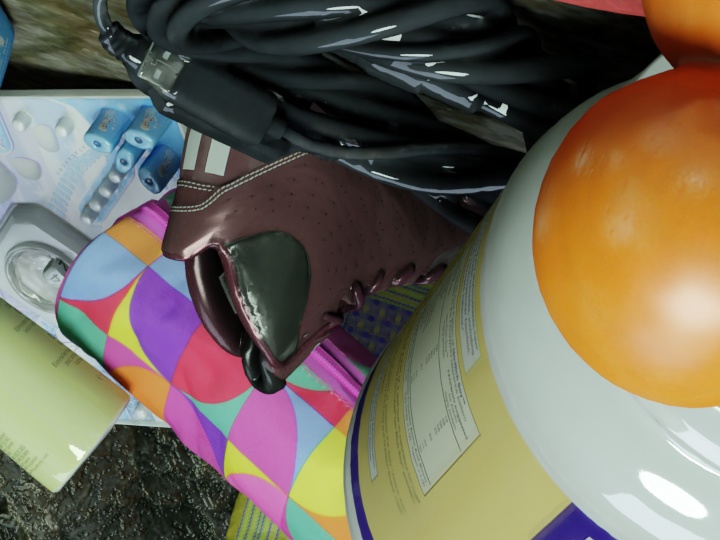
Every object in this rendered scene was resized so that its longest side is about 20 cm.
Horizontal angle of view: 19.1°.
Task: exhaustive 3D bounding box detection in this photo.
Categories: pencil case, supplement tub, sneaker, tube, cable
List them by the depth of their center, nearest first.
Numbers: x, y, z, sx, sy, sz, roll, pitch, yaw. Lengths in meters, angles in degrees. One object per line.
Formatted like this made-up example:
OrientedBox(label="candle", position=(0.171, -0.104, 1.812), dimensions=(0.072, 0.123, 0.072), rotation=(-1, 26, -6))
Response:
OrientedBox(label="supplement tub", position=(0.087, 0.034, 0.601), dimensions=(0.144, 0.146, 0.200), rotation=(19, 150, -8))
OrientedBox(label="cable", position=(0.020, -0.056, 0.684), dimensions=(0.199, 0.051, 0.163), rotation=(26, 164, -32))
OrientedBox(label="sneaker", position=(0.000, 0.000, 0.825), dimensions=(0.199, 0.116, 0.075), rotation=(24, 170, -34))
OrientedBox(label="tube", position=(-0.184, 0.008, 0.862), dimensions=(0.200, 0.052, 0.058), rotation=(39, 131, -3))
OrientedBox(label="pencil case", position=(-0.032, 0.048, 0.868), dimensions=(0.200, 0.089, 0.088), rotation=(36, 179, 20))

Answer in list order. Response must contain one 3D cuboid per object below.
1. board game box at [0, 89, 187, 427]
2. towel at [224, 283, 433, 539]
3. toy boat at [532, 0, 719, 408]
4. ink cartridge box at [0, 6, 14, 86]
OrientedBox(label="board game box", position=(-0.148, 0.005, 1.002), dimensions=(0.199, 0.026, 0.201), rotation=(2, 131, 25))
OrientedBox(label="towel", position=(0.026, 0.075, 0.982), dimensions=(0.143, 0.201, 0.023), rotation=(17, 180, 9))
OrientedBox(label="toy boat", position=(0.066, -0.042, 0.332), dimensions=(0.199, 0.132, 0.130), rotation=(14, 172, 29))
OrientedBox(label="ink cartridge box", position=(-0.215, -0.096, 0.777), dimensions=(0.143, 0.085, 0.200), rotation=(18, 174, 1))
